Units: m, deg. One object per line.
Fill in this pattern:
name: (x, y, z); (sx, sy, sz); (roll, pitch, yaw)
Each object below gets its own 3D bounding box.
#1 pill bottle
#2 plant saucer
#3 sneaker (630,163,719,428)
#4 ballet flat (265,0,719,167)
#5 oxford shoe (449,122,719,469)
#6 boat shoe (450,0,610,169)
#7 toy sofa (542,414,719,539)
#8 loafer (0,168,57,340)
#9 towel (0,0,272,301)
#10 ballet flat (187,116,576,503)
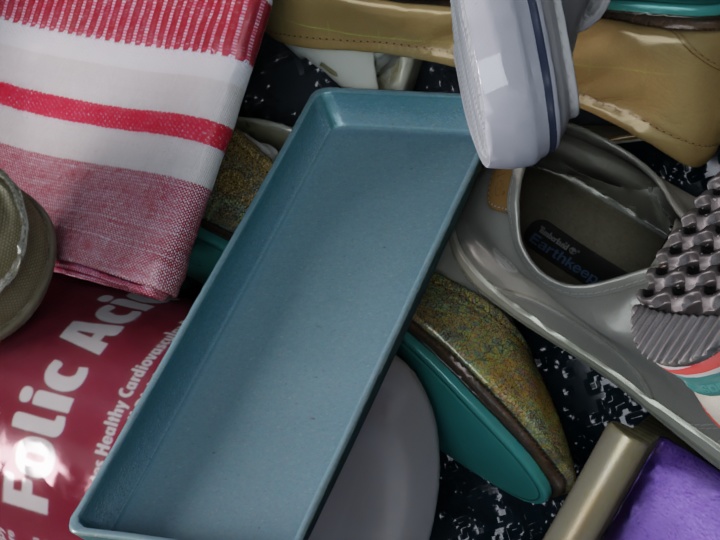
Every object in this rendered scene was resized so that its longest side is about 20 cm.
pill bottle: (-0.085, 0.060, 0.771); (0.199, 0.114, 0.115); (12, 97, 31)
plant saucer: (-0.015, 0.013, 0.700); (0.070, 0.200, 0.019); (5, 135, 23)
sneaker: (0.165, -0.016, 0.709); (0.093, 0.200, 0.070); (50, 151, -20)
ballet flat: (0.029, -0.075, 0.772); (0.199, 0.069, 0.063); (13, 113, 17)
oxford shoe: (0.119, 0.017, 0.737); (0.199, 0.058, 0.075); (30, 60, 7)
boat shoe: (0.056, -0.115, 0.710); (0.066, 0.074, 0.201); (-6, 51, 2)
toy sofa: (0.146, 0.132, 0.731); (0.200, 0.098, 0.083); (32, 102, 13)
loafer: (-0.191, -0.018, 0.707); (0.199, 0.068, 0.076); (9, 76, -9)
towel: (-0.084, -0.098, 0.776); (0.144, 0.023, 0.201); (13, 83, 39)
ballet flat: (0.000, 0.000, 0.789); (0.200, 0.071, 0.071); (32, 102, 10)
